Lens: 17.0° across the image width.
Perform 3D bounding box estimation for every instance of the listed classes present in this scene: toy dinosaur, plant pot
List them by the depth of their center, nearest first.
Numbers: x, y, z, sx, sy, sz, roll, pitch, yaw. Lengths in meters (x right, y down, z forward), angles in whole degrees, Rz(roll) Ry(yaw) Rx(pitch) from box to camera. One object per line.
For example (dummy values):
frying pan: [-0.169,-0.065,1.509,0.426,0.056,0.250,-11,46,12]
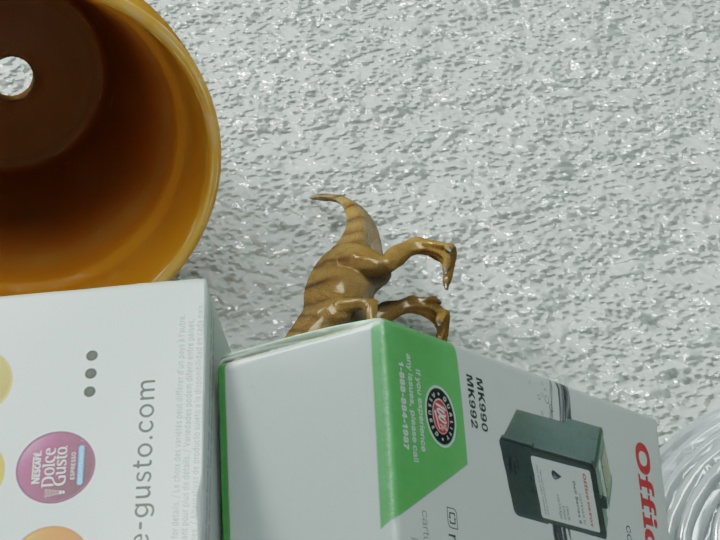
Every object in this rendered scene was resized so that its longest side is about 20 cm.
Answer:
toy dinosaur: [0.000,0.000,1.317,0.106,0.061,0.200,7,37,10]
plant pot: [-0.189,-0.088,1.336,0.199,0.201,0.183,-7,23,-10]

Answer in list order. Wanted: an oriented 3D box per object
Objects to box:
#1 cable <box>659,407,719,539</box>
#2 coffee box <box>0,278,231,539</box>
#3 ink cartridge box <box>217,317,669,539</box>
cable: [0.202,0.138,1.032,0.199,0.069,0.200,21,55,17]
coffee box: [-0.139,0.147,0.944,0.197,0.200,0.201,-5,56,7]
ink cartridge box: [0.040,0.113,0.928,0.084,0.200,0.147,-17,68,34]
